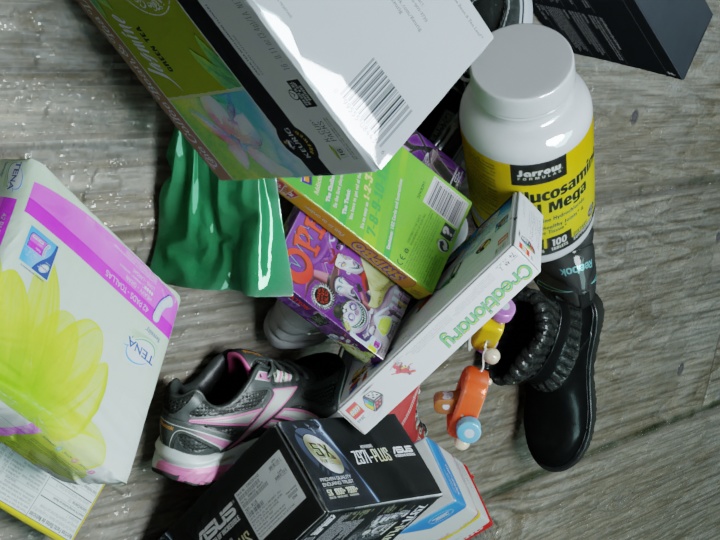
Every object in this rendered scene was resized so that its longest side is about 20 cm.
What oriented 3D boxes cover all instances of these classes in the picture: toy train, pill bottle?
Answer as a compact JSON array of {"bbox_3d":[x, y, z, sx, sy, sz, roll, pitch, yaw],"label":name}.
[{"bbox_3d":[0.098,0.065,1.434,0.201,0.055,0.152,-82,-171,-62],"label":"toy train"},{"bbox_3d":[0.141,-0.107,1.284,0.113,0.112,0.201,-49,150,-24],"label":"pill bottle"}]

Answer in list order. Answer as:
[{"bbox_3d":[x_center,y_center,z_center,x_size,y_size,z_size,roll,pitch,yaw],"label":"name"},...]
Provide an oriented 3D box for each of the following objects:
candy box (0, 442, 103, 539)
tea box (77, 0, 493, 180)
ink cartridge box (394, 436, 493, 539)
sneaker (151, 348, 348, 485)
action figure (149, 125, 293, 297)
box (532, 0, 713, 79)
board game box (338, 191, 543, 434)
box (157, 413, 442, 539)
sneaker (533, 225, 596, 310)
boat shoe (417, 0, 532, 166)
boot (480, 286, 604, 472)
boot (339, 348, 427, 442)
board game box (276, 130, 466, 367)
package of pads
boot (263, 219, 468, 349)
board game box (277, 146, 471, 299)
[{"bbox_3d":[-0.242,0.115,1.078,0.103,0.026,0.200,-59,144,-14],"label":"candy box"},{"bbox_3d":[-0.061,-0.175,0.970,0.134,0.196,0.201,-49,116,-23],"label":"tea box"},{"bbox_3d":[0.051,0.228,1.421,0.115,0.068,0.200,-30,157,7],"label":"ink cartridge box"},{"bbox_3d":[-0.082,0.100,1.238,0.199,0.080,0.087,-26,127,-45],"label":"sneaker"},{"bbox_3d":[-0.099,-0.087,1.116,0.055,0.116,0.203,-40,133,-72],"label":"action figure"},{"bbox_3d":[0.223,-0.267,1.395,0.079,0.140,0.200,-61,145,-8],"label":"box"},{"bbox_3d":[0.066,0.032,1.226,0.200,0.035,0.126,-45,-170,21],"label":"board game box"},{"bbox_3d":[-0.059,0.212,1.246,0.200,0.087,0.163,-46,153,26],"label":"box"},{"bbox_3d":[0.176,-0.010,1.449,0.075,0.200,0.080,-19,98,-3],"label":"sneaker"},{"bbox_3d":[0.083,-0.172,1.319,0.201,0.073,0.068,-60,155,7],"label":"boat shoe"},{"bbox_3d":[0.186,0.117,1.600,0.157,0.079,0.214,-8,104,-58],"label":"boot"},{"bbox_3d":[0.038,0.111,1.415,0.144,0.072,0.202,15,103,-55],"label":"boot"},{"bbox_3d":[0.004,-0.037,1.228,0.119,0.032,0.201,34,57,-15],"label":"board game box"},{"bbox_3d":[-0.207,0.043,1.017,0.200,0.067,0.156,49,49,-51],"label":"package of pads"},{"bbox_3d":[0.000,0.000,1.292,0.199,0.074,0.096,-26,169,-38],"label":"boot"},{"bbox_3d":[-0.006,-0.073,1.199,0.199,0.030,0.096,39,58,-20],"label":"board game box"}]
